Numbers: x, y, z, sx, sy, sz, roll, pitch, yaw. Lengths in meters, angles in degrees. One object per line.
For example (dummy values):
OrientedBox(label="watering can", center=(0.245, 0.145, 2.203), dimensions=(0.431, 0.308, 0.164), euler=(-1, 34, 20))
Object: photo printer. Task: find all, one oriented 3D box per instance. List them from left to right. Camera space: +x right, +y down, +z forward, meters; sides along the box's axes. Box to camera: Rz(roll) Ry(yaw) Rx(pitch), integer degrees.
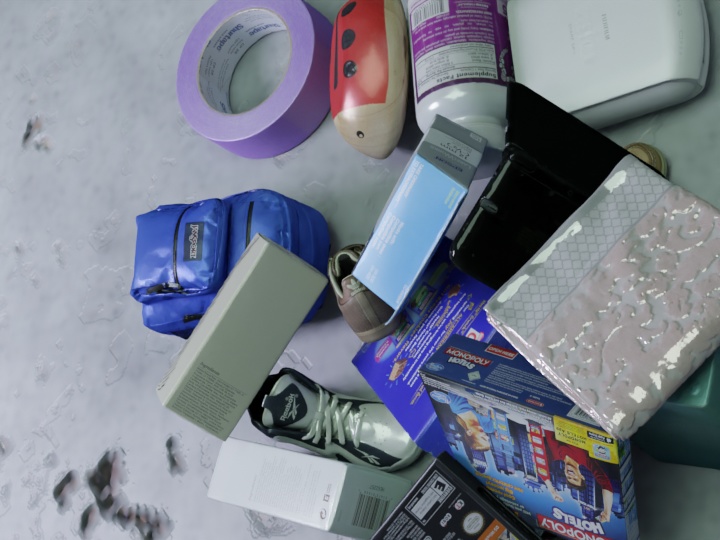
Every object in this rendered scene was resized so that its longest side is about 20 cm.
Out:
OrientedBox(label="photo printer", center=(0.255, -0.231, 1.473), dimensions=(0.200, 0.069, 0.167), euler=(-16, 67, 28))

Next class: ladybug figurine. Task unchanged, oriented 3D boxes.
OrientedBox(label="ladybug figurine", center=(0.007, -0.222, 1.591), dimensions=(0.136, 0.072, 0.200), euler=(136, 135, -69))

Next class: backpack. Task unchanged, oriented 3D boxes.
OrientedBox(label="backpack", center=(-0.143, -0.004, 1.595), dimensions=(0.200, 0.168, 0.163), euler=(-6, 78, 27))

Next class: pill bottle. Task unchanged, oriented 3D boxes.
OrientedBox(label="pill bottle", center=(0.111, -0.202, 1.530), dimensions=(0.112, 0.112, 0.200), euler=(-15, 67, 28))

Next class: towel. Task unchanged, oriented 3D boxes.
OrientedBox(label="towel", center=(0.222, 0.016, 1.192), dimensions=(0.200, 0.032, 0.191), euler=(-46, 47, -1))

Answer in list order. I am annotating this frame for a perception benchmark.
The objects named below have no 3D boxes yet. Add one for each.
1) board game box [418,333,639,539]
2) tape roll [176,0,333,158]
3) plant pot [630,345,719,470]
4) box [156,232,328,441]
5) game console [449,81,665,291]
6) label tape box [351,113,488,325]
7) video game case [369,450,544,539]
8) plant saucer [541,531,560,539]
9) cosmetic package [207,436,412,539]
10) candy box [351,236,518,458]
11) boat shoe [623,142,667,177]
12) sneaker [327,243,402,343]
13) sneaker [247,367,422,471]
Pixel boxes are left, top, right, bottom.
OrientedBox(label="board game box", center=(0.162, 0.174, 1.281), dimensions=(0.200, 0.200, 0.062), euler=(17, 45, 36))
OrientedBox(label="tape roll", center=(-0.122, -0.237, 1.718), dimensions=(0.200, 0.066, 0.200), euler=(-11, 69, 29))
OrientedBox(label="plant pot", center=(0.300, 0.089, 1.260), dimensions=(0.141, 0.200, 0.142), euler=(5, 77, 33))
OrientedBox(label="box", center=(-0.123, 0.067, 1.481), dimensions=(0.200, 0.082, 0.068), euler=(-56, 17, 0))
OrientedBox(label="game console", center=(0.190, -0.049, 1.345), dimensions=(0.176, 0.200, 0.116), euler=(-59, 18, 6))
OrientedBox(label="label tape box", center=(0.053, -0.052, 1.388), dimensions=(0.066, 0.200, 0.143), euler=(29, 115, 2))
OrientedBox(label="video game case", center=(0.088, 0.294, 1.329), dimensions=(0.181, 0.025, 0.200), euler=(42, 119, 12))
OrientedBox(label="plant saucer", center=(0.184, 0.157, 1.388), dimensions=(0.200, 0.032, 0.201), euler=(-11, 75, 46))
OrientedBox(label="cosmetic package", center=(-0.054, 0.224, 1.475), dimensions=(0.200, 0.102, 0.074), euler=(7, 77, 47))
OrientedBox(label="candy box", center=(0.092, 0.078, 1.422), dimensions=(0.169, 0.077, 0.200), euler=(-54, 25, 6))
OrientedBox(label="boat shoe", center=(0.225, -0.049, 1.433), dimensions=(0.200, 0.066, 0.074), euler=(-52, 54, 5))
OrientedBox(label="sneaker", center=(0.000, 0.000, 1.489), dimensions=(0.070, 0.076, 0.200), euler=(-27, 24, 0))
OrientedBox(label="sneaker", center=(-0.040, 0.154, 1.496), dimensions=(0.199, 0.130, 0.080), euler=(17, 86, 35))
